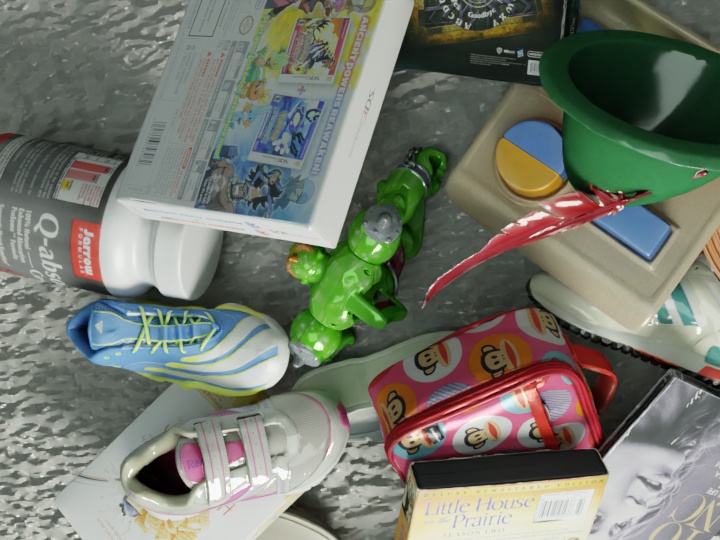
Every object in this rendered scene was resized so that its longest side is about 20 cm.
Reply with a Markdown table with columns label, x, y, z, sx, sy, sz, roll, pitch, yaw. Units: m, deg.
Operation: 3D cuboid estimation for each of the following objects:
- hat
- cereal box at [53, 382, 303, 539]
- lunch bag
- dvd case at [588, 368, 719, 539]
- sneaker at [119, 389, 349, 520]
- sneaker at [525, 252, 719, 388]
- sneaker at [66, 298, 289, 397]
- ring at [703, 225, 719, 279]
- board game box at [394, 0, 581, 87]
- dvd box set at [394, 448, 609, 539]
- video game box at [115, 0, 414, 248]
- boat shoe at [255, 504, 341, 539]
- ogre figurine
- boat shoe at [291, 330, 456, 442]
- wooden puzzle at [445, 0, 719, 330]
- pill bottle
| label | x | y | z | sx | sy | sz | roll | pitch | yaw |
| --- | --- | --- | --- | --- | --- | --- | --- | --- | --- |
| hat | 0.176 | -0.051 | 0.816 | 0.198 | 0.166 | 0.177 | 21 | 127 | 14 |
| cereal box | -0.146 | 0.182 | 1.018 | 0.200 | 0.040 | 0.144 | -44 | 76 | 3 |
| lunch bag | 0.111 | 0.116 | 0.899 | 0.175 | 0.082 | 0.201 | -25 | 140 | 5 |
| dvd case | 0.230 | 0.174 | 0.922 | 0.148 | 0.016 | 0.201 | 23 | 116 | -27 |
| sneaker | -0.103 | 0.151 | 0.943 | 0.198 | 0.088 | 0.082 | -23 | 77 | 11 |
| sneaker | 0.229 | 0.023 | 0.909 | 0.198 | 0.070 | 0.094 | 21 | 89 | 14 |
| sneaker | -0.157 | 0.062 | 0.961 | 0.198 | 0.105 | 0.077 | 2 | 88 | 35 |
| ring | 0.339 | -0.055 | 0.853 | 0.198 | 0.019 | 0.203 | 1 | 93 | 12 |
| board game box | 0.066 | -0.212 | 0.871 | 0.198 | 0.028 | 0.137 | 14 | 109 | 32 |
| dvd box set | 0.092 | 0.217 | 0.886 | 0.145 | 0.030 | 0.202 | -3 | 127 | -14 |
| video game box | -0.071 | -0.126 | 0.882 | 0.181 | 0.047 | 0.202 | 9 | 74 | 34 |
| boat shoe | -0.108 | 0.223 | 1.064 | 0.198 | 0.057 | 0.068 | 7 | 110 | 9 |
| ogre figurine | 0.000 | 0.000 | 0.931 | 0.200 | 0.120 | 0.098 | -38 | 92 | 21 |
| boat shoe | 0.043 | 0.102 | 0.989 | 0.198 | 0.073 | 0.062 | -11 | 145 | 12 |
| wooden puzzle | 0.181 | -0.087 | 0.860 | 0.185 | 0.046 | 0.201 | 36 | 100 | 15 |
| pill bottle | -0.221 | -0.042 | 0.985 | 0.198 | 0.116 | 0.117 | 11 | 107 | 13 |
